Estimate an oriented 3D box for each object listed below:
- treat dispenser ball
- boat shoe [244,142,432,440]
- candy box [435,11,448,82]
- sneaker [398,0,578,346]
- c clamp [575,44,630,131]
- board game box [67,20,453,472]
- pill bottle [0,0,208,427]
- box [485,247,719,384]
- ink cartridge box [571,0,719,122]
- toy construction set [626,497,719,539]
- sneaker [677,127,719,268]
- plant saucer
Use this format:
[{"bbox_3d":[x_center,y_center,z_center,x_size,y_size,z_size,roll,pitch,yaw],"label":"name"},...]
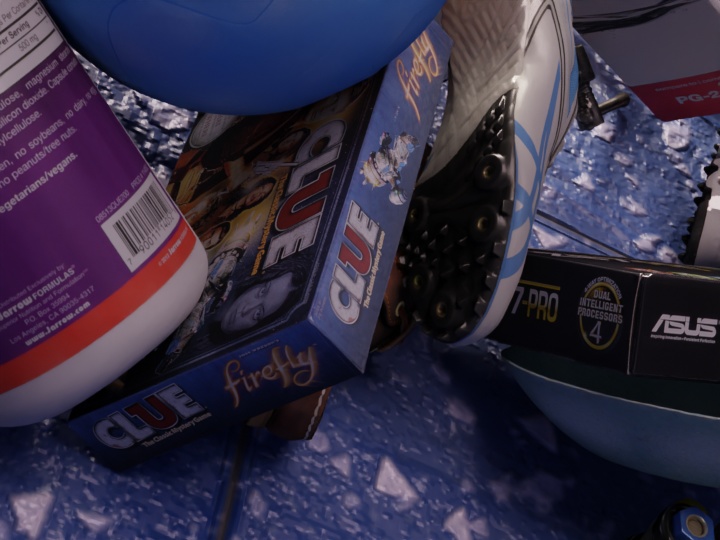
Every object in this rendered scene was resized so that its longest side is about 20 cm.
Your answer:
[{"bbox_3d":[-0.048,-0.164,0.706,0.199,0.201,0.202,17,48,-20],"label":"treat dispenser ball"},{"bbox_3d":[0.000,0.000,0.804,0.070,0.071,0.201,24,46,-8],"label":"boat shoe"},{"bbox_3d":[0.001,-0.221,0.919,0.168,0.071,0.201,53,19,-57],"label":"candy box"},{"bbox_3d":[0.066,-0.056,0.797,0.072,0.072,0.202,31,58,-35],"label":"sneaker"},{"bbox_3d":[0.084,-0.161,0.937,0.202,0.027,0.171,67,22,-9],"label":"c clamp"},{"bbox_3d":[-0.038,-0.020,0.750,0.035,0.135,0.201,46,39,-27],"label":"board game box"},{"bbox_3d":[-0.152,-0.048,0.672,0.201,0.112,0.113,57,42,-16],"label":"pill bottle"},{"bbox_3d":[0.156,0.023,0.830,0.198,0.161,0.050,6,92,-30],"label":"box"},{"bbox_3d":[0.156,-0.192,0.933,0.200,0.084,0.146,36,55,-48],"label":"ink cartridge box"},{"bbox_3d":[0.163,0.169,0.766,0.131,0.092,0.200,42,34,4],"label":"toy construction set"},{"bbox_3d":[0.243,-0.065,1.000,0.090,0.067,0.201,15,48,12],"label":"sneaker"},{"bbox_3d":[0.160,0.070,0.810,0.199,0.201,0.039,5,95,-29],"label":"plant saucer"}]
